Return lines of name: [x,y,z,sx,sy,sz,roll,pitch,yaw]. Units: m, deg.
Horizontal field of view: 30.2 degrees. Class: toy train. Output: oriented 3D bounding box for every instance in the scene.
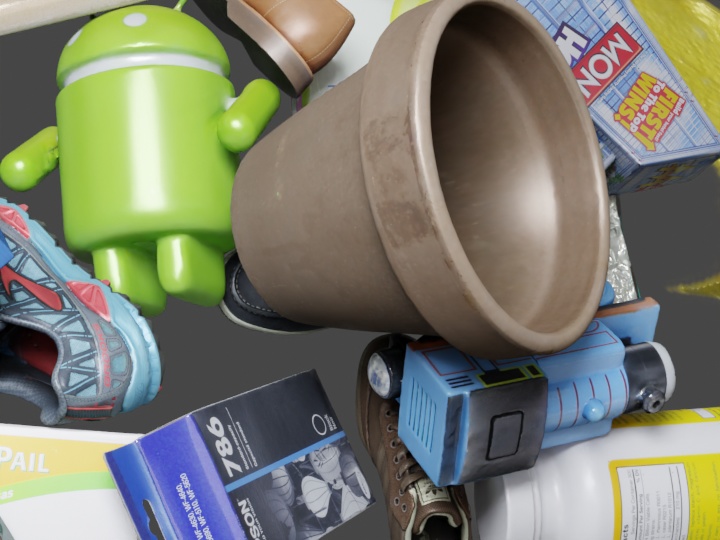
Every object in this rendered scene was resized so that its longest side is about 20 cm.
toy train: [0.105,0.063,0.833,0.197,0.114,0.088,-8,123,-23]

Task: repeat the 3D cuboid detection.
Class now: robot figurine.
robot figurine: [-0.134,-0.076,0.851,0.173,0.116,0.203,-9,78,18]

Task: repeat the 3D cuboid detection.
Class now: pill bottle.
pill bottle: [0.178,0.146,0.878,0.197,0.104,0.106,-2,78,-13]

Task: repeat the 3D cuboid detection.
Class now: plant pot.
plant pot: [0.022,-0.038,0.760,0.199,0.173,0.203,23,60,-49]

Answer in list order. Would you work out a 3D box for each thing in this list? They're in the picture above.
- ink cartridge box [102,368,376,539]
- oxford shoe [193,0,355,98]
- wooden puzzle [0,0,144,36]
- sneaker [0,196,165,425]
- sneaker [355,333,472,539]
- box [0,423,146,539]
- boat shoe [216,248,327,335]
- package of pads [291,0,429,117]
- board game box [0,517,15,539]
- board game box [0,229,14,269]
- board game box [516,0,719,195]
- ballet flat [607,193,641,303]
ink cartridge box: [-0.064,0.125,0.794,0.039,0.199,0.101,-28,85,26]
oxford shoe: [-0.078,-0.196,0.866,0.071,0.071,0.200,-42,67,-6]
wooden puzzle: [-0.241,-0.216,0.870,0.183,0.047,0.201,-18,53,-20]
sneaker: [-0.212,0.022,0.791,0.199,0.080,0.095,30,32,25]
sneaker: [0.046,0.136,0.865,0.069,0.076,0.203,-9,80,-14]
box: [-0.229,0.144,0.782,0.197,0.113,0.103,6,78,-10]
boat shoe: [0.000,0.000,0.893,0.197,0.062,0.076,-3,80,-12]
package of pads: [0.024,-0.134,0.925,0.152,0.068,0.203,1,74,-12]
board game box: [-0.216,0.241,0.705,0.146,0.064,0.202,-28,108,0]
board game box: [-0.291,0.021,0.736,0.199,0.152,0.045,-40,119,-6]
board game box: [0.129,-0.106,0.873,0.200,0.062,0.200,44,70,2]
ballet flat: [0.158,-0.040,0.938,0.071,0.072,0.203,-4,78,-13]
